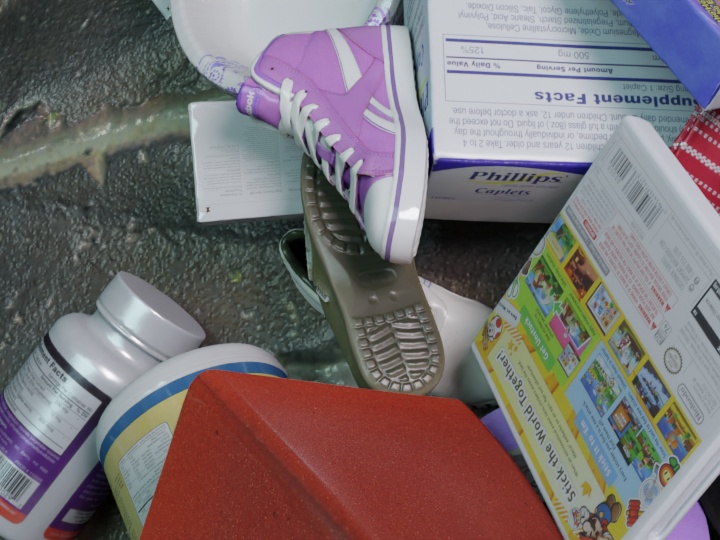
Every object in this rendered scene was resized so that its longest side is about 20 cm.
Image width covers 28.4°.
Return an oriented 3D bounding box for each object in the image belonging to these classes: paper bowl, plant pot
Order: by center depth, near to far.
[{"bbox_3d":[0.003,0.187,0.768,0.176,0.200,0.200,33,108,52],"label":"plant pot"},{"bbox_3d":[-0.035,-0.211,1.077,0.200,0.104,0.201,-5,77,25],"label":"paper bowl"}]

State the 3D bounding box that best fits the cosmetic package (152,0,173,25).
[{"bbox_3d":[-0.095,-0.290,1.173,0.200,0.051,0.083,-43,56,10],"label":"cosmetic package"}]

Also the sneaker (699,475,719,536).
[{"bbox_3d":[0.219,0.061,0.841,0.067,0.108,0.202,-28,77,36],"label":"sneaker"}]

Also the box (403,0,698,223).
[{"bbox_3d":[0.124,-0.138,0.923,0.183,0.105,0.200,2,71,-7],"label":"box"}]

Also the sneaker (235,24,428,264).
[{"bbox_3d":[-0.019,-0.078,0.878,0.114,0.073,0.201,1,42,-7],"label":"sneaker"}]

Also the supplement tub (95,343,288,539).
[{"bbox_3d":[-0.083,0.166,0.962,0.145,0.145,0.200,-36,61,14],"label":"supplement tub"}]

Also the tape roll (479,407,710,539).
[{"bbox_3d":[0.112,0.181,0.850,0.200,0.066,0.201,-31,51,46],"label":"tape roll"}]

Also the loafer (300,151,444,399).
[{"bbox_3d":[0.000,0.000,0.914,0.076,0.067,0.200,-3,62,-15],"label":"loafer"}]

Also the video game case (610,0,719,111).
[{"bbox_3d":[0.219,-0.186,0.839,0.200,0.181,0.045,58,145,31],"label":"video game case"}]

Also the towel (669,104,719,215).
[{"bbox_3d":[0.226,-0.018,0.859,0.200,0.144,0.022,-57,16,11],"label":"towel"}]

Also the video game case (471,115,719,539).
[{"bbox_3d":[0.143,0.043,0.779,0.182,0.023,0.200,-59,34,29],"label":"video game case"}]

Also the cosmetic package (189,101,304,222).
[{"bbox_3d":[-0.015,-0.080,0.993,0.199,0.051,0.083,-4,87,-3],"label":"cosmetic package"}]

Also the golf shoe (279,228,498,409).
[{"bbox_3d":[0.022,0.030,0.978,0.200,0.097,0.078,27,87,31],"label":"golf shoe"}]

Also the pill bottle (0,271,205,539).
[{"bbox_3d":[-0.209,0.103,1.073,0.111,0.111,0.200,41,95,32],"label":"pill bottle"}]
